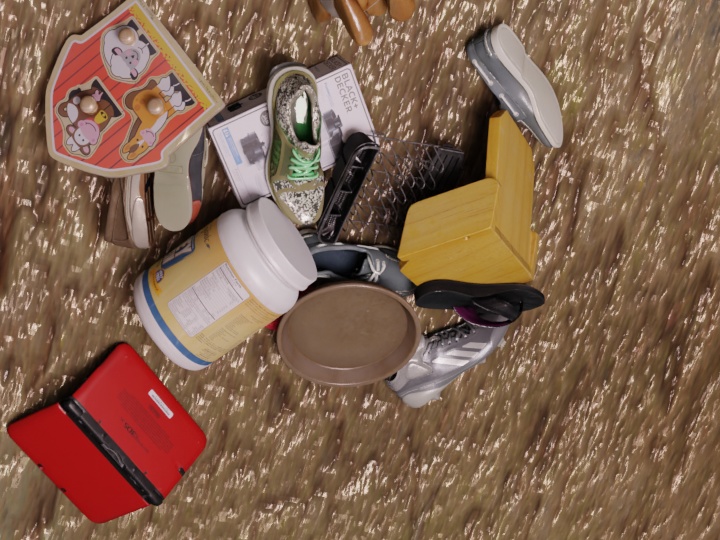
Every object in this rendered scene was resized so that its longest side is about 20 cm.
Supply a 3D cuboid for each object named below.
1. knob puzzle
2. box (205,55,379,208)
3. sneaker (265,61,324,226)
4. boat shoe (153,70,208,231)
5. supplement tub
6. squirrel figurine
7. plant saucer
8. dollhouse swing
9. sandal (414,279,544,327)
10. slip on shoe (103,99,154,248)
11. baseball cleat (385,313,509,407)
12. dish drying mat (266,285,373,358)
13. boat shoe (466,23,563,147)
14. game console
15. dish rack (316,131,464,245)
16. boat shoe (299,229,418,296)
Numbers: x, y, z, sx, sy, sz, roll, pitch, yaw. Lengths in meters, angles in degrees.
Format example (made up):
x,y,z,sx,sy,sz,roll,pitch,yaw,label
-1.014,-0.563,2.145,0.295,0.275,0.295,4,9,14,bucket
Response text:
x,y,z,sx,sy,sz,roll,pitch,yaw,label
-0.287,-0.198,1.257,0.216,0.030,0.224,-1,84,6,knob puzzle
-0.088,-0.177,1.367,0.198,0.060,0.118,-24,114,-8,box
-0.075,-0.144,1.300,0.076,0.089,0.203,-11,113,-13,sneaker
-0.219,-0.151,1.326,0.070,0.063,0.203,10,114,11,boat shoe
-0.167,0.016,1.345,0.199,0.145,0.145,-34,116,13,supplement tub
0.023,-0.397,1.284,0.185,0.141,0.202,-28,117,-13,squirrel figurine
-0.016,0.083,1.460,0.197,0.030,0.202,-2,133,-3,plant saucer
0.143,-0.085,1.436,0.179,0.178,0.200,-17,156,20,dollhouse swing
0.163,0.051,1.468,0.197,0.075,0.049,3,63,-25,sandal
-0.288,-0.125,1.323,0.060,0.076,0.203,2,114,0,slip on shoe
0.122,0.108,1.529,0.200,0.070,0.106,-44,116,1,baseball cleat
-0.046,0.069,1.491,0.198,0.018,0.078,20,102,-22,dish drying mat
0.210,-0.241,1.448,0.061,0.073,0.200,-13,131,35,boat shoe
-0.338,0.222,1.457,0.173,0.118,0.201,-51,120,-30,game console
0.044,-0.102,1.401,0.197,0.055,0.155,5,129,-32,dish rack
0.000,0.000,1.448,0.197,0.062,0.074,17,104,-21,boat shoe
